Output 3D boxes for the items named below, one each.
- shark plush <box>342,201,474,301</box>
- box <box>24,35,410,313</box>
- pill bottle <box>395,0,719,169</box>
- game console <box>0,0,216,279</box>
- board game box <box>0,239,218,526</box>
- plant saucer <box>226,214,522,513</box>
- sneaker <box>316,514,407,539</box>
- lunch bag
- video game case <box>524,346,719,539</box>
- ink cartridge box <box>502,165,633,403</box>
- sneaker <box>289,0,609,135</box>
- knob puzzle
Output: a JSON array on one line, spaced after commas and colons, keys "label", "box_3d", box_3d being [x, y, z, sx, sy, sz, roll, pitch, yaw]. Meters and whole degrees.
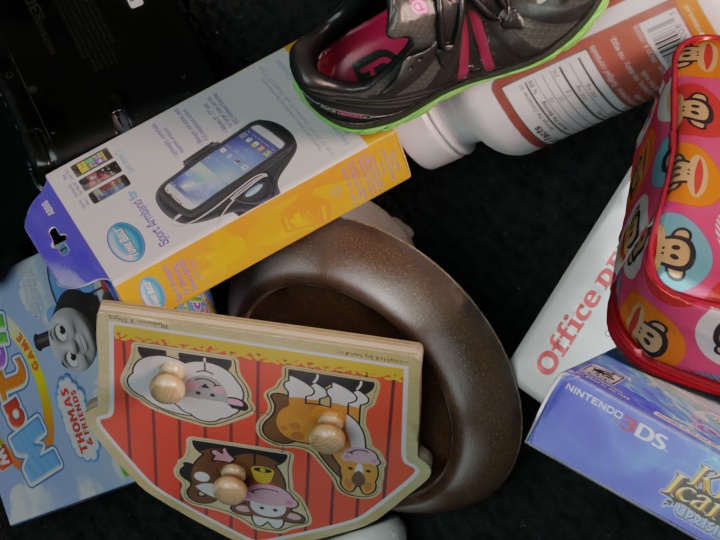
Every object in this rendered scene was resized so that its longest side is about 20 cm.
[{"label": "shark plush", "box_3d": [0.000, 0.000, 1.358, 0.199, 0.091, 0.083, 28, 125, -1]}, {"label": "box", "box_3d": [-0.085, -0.047, 1.280, 0.199, 0.042, 0.119, -30, 42, -7]}, {"label": "pill bottle", "box_3d": [0.109, -0.132, 1.264, 0.199, 0.112, 0.113, -23, 85, 20]}, {"label": "game console", "box_3d": [-0.195, -0.122, 1.401, 0.175, 0.117, 0.200, -24, 64, -9]}, {"label": "board game box", "box_3d": [-0.162, 0.058, 1.386, 0.200, 0.037, 0.152, -22, 85, 40]}, {"label": "plant saucer", "box_3d": [-0.001, 0.062, 1.306, 0.200, 0.032, 0.201, 23, 134, 26]}, {"label": "sneaker", "box_3d": [-0.050, 0.227, 1.365, 0.199, 0.073, 0.112, -21, 87, 20]}, {"label": "lunch bag", "box_3d": [0.222, -0.018, 1.156, 0.175, 0.200, 0.082, 18, 137, -1]}, {"label": "video game case", "box_3d": [0.197, 0.101, 1.118, 0.199, 0.181, 0.046, 29, 102, 15]}, {"label": "ink cartridge box", "box_3d": [0.200, 0.051, 1.254, 0.200, 0.084, 0.146, 35, 105, 15]}, {"label": "sneaker", "box_3d": [0.050, -0.134, 1.182, 0.200, 0.084, 0.077, -33, 68, 17]}, {"label": "knob puzzle", "box_3d": [-0.059, 0.102, 1.279, 0.219, 0.220, 0.031, -8, 46, 21]}]
